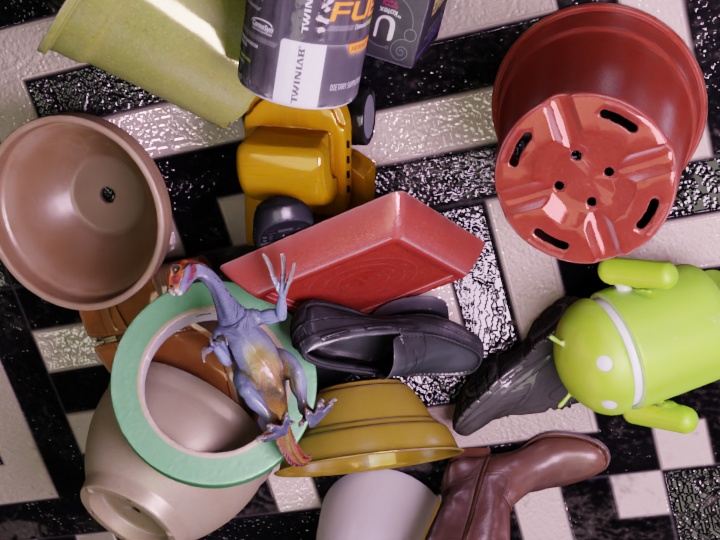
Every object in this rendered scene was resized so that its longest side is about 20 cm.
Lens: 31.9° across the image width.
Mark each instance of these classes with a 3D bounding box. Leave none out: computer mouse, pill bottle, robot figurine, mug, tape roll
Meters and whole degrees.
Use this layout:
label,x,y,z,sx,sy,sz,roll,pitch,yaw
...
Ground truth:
label,x,y,z,sx,sy,sz,roll,pitch,yaw
computer mouse,-0.078,-0.026,1.203,0.058,0.200,0.034,-11,71,-11
pill bottle,-0.038,-0.242,1.030,0.106,0.106,0.201,15,118,7
robot figurine,0.271,0.065,1.185,0.199,0.116,0.176,-18,114,-12
mug,0.029,0.322,1.372,0.186,0.153,0.150,10,116,9
tape roll,-0.143,0.112,1.239,0.200,0.048,0.201,1,76,-6

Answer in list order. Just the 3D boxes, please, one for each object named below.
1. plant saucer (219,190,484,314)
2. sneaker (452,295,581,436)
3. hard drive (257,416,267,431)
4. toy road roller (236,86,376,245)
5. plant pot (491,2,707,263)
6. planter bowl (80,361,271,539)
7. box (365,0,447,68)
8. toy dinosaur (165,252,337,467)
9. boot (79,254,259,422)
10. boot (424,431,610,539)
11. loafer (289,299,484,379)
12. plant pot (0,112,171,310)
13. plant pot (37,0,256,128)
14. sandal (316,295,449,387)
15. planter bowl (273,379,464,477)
label,x,y,z,sx,sy,sz,roll,pitch,yaw
plant saucer,0.000,0.000,1.215,0.199,0.200,0.037,-22,68,22
sneaker,0.176,0.117,1.285,0.091,0.076,0.200,41,119,-13
hard drive,-0.198,0.124,1.409,0.132,0.025,0.201,-16,109,21
toy road roller,-0.060,-0.085,1.206,0.122,0.146,0.201,6,116,12
plant pot,0.201,-0.112,1.098,0.200,0.195,0.201,6,115,12
planter bowl,-0.208,0.211,1.319,0.200,0.135,0.201,20,145,15
box,0.026,-0.299,1.105,0.122,0.106,0.201,19,118,7
toy dinosaur,-0.115,0.077,1.155,0.182,0.105,0.200,48,144,26
boot,-0.201,0.091,1.341,0.154,0.074,0.201,-19,96,18
boot,0.157,0.248,1.276,0.186,0.200,0.064,-12,112,20
loafer,0.028,0.078,1.217,0.200,0.071,0.068,10,126,-19
plant pot,-0.277,-0.068,1.295,0.200,0.093,0.202,5,109,15
plant pot,-0.163,-0.233,1.153,0.184,0.201,0.200,34,119,-15
sandal,0.016,0.084,1.308,0.200,0.043,0.076,-32,146,33
planter bowl,0.005,0.162,1.317,0.200,0.200,0.084,-11,76,19
